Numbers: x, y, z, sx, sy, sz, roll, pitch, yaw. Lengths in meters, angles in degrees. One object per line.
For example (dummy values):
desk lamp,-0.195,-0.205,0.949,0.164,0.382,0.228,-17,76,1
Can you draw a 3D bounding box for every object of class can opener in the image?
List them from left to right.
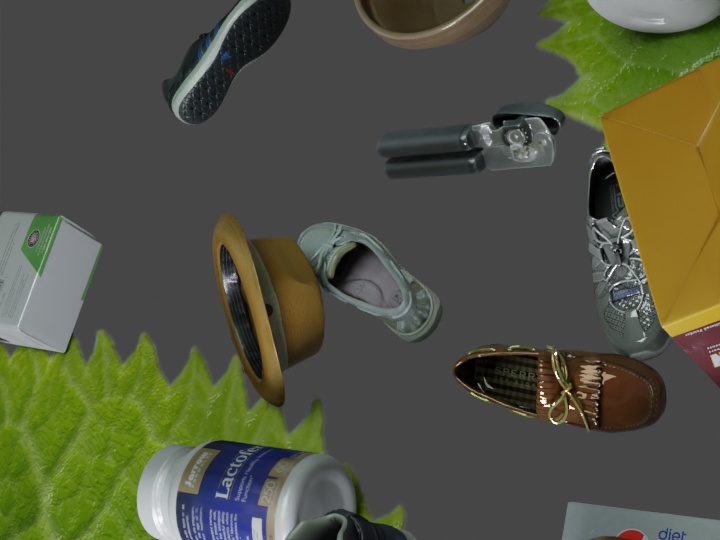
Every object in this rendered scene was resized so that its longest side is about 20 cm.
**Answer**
can opener,0.113,-0.131,1.366,0.198,0.054,0.067,-1,35,35

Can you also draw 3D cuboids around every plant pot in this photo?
plant pot,0.098,-0.311,1.427,0.199,0.092,0.204,-17,58,29

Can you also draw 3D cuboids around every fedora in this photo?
fedora,-0.087,0.033,1.363,0.081,0.202,0.202,-16,49,-17

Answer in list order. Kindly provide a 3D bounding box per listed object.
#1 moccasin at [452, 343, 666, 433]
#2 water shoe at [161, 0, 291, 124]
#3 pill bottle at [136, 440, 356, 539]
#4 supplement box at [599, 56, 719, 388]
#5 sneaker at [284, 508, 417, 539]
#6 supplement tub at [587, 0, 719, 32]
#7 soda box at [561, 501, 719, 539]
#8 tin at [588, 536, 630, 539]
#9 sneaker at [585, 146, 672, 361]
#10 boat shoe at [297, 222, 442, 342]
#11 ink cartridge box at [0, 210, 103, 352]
moccasin,0.170,0.098,1.172,0.200,0.077,0.075,15,100,39
water shoe,-0.167,-0.270,1.606,0.200,0.071,0.079,-49,48,4
pill bottle,-0.112,0.224,1.291,0.198,0.115,0.117,2,68,35
supplement box,0.307,-0.026,1.067,0.132,0.200,0.200,-24,55,22
sneaker,-0.028,0.309,1.172,0.076,0.146,0.205,6,72,35
supplement tub,0.288,-0.345,1.277,0.143,0.145,0.203,-5,64,33
soda box,0.257,0.232,1.062,0.198,0.063,0.069,0,67,35
tin,0.233,0.279,1.018,0.198,0.042,0.113,29,121,23
sneaker,0.226,-0.015,1.196,0.074,0.082,0.203,-21,57,25
boat shoe,0.000,0.002,1.357,0.075,0.065,0.202,-51,49,1
ink cartridge box,-0.428,0.009,1.640,0.198,0.084,0.148,6,71,37
